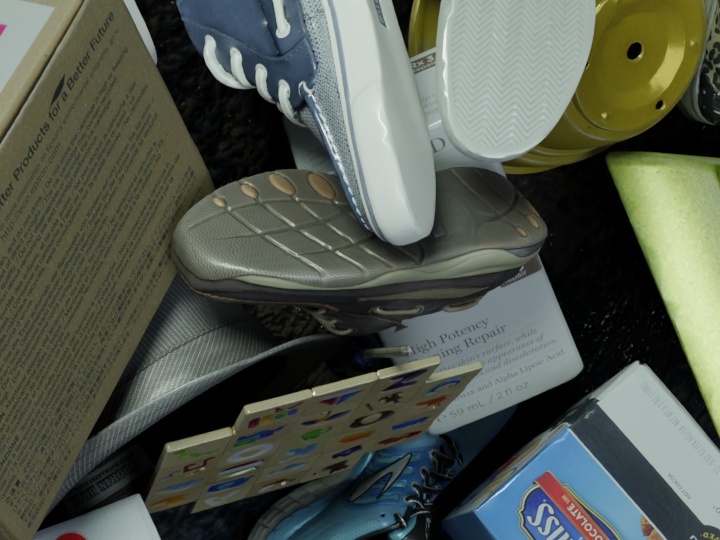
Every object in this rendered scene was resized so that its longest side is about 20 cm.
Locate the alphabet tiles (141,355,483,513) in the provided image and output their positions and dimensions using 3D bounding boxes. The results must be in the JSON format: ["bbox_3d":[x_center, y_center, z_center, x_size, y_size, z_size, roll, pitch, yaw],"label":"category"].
[{"bbox_3d":[-0.029,0.088,0.874,0.166,0.006,0.200,-14,163,-18],"label":"alphabet tiles"}]

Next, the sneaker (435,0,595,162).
[{"bbox_3d":[0.067,-0.137,0.840,0.073,0.116,0.200,12,75,-10],"label":"sneaker"}]

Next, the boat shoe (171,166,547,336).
[{"bbox_3d":[0.000,0.000,0.814,0.200,0.075,0.073,-3,135,-31],"label":"boat shoe"}]

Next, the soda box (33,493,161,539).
[{"bbox_3d":[-0.145,0.190,0.886,0.068,0.064,0.200,-20,159,-24],"label":"soda box"}]

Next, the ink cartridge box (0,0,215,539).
[{"bbox_3d":[-0.153,-0.008,0.711,0.200,0.075,0.165,-64,153,-26],"label":"ink cartridge box"}]

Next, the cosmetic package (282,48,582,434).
[{"bbox_3d":[0.043,-0.013,0.933,0.101,0.074,0.200,-25,128,5],"label":"cosmetic package"}]

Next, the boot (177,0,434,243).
[{"bbox_3d":[-0.029,-0.096,0.790,0.090,0.200,0.073,-18,159,16],"label":"boot"}]

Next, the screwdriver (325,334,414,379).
[{"bbox_3d":[0.007,0.045,0.836,0.028,0.200,0.029,-12,93,-10],"label":"screwdriver"}]

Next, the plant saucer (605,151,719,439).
[{"bbox_3d":[0.253,0.011,1.011,0.048,0.200,0.199,-32,160,37],"label":"plant saucer"}]

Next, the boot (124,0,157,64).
[{"bbox_3d":[-0.166,-0.145,0.753,0.090,0.073,0.200,-35,131,-14],"label":"boot"}]

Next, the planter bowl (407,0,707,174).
[{"bbox_3d":[0.132,-0.134,0.947,0.200,0.083,0.201,-15,121,-27],"label":"planter bowl"}]

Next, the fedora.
[{"bbox_3d":[-0.117,0.054,0.851,0.200,0.090,0.177,-40,167,24],"label":"fedora"}]

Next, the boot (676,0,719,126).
[{"bbox_3d":[0.272,-0.162,0.975,0.073,0.154,0.204,0,113,-36],"label":"boot"}]

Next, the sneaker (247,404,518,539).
[{"bbox_3d":[0.028,0.141,1.018,0.200,0.090,0.078,-45,130,-6],"label":"sneaker"}]

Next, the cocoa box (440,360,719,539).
[{"bbox_3d":[0.144,0.156,1.015,0.131,0.133,0.200,-39,174,-9],"label":"cocoa box"}]
